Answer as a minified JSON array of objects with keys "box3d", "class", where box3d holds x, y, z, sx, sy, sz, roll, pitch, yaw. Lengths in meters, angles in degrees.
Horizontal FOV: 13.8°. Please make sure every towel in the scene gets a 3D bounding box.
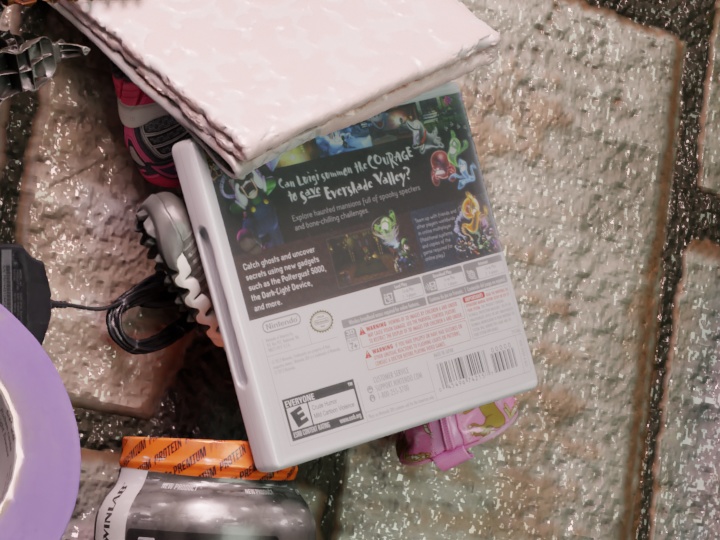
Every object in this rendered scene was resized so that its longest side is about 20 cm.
[{"box3d":[-0.055,-0.145,1.628,0.191,0.200,0.032,-27,147,-33],"class":"towel"}]

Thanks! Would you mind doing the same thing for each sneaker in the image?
[{"box3d":[-0.051,0.011,1.652,0.090,0.066,0.200,-37,130,-1],"class":"sneaker"},{"box3d":[-0.054,-0.112,1.688,0.200,0.081,0.075,-22,118,-29],"class":"sneaker"}]

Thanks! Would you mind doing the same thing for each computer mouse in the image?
[{"box3d":[-0.166,0.018,1.624,0.200,0.034,0.059,4,84,-44],"class":"computer mouse"}]

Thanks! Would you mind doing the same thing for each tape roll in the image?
[{"box3d":[-0.245,0.097,1.470,0.200,0.085,0.200,14,56,-22],"class":"tape roll"}]

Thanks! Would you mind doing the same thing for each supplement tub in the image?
[{"box3d":[-0.087,0.192,1.618,0.122,0.122,0.200,5,85,-38],"class":"supplement tub"}]

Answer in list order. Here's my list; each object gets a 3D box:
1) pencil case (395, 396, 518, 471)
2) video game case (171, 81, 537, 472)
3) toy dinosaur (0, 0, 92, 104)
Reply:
[{"box3d":[0.028,0.014,1.737,0.087,0.083,0.200,-32,109,-38],"class":"pencil case"},{"box3d":[0.000,0.000,1.635,0.200,0.023,0.182,-15,90,-40],"class":"video game case"},{"box3d":[-0.204,-0.151,1.526,0.200,0.136,0.102,-27,118,-25],"class":"toy dinosaur"}]
